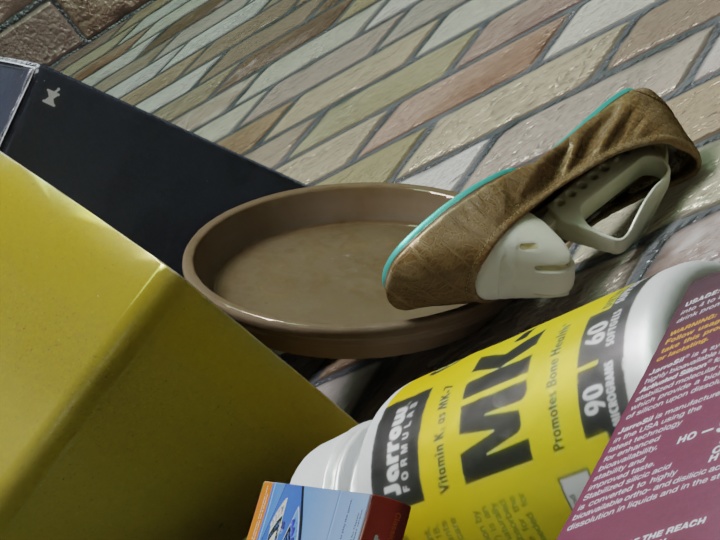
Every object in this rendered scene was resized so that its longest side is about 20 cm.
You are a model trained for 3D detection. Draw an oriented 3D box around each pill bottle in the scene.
[{"bbox_3d":[0.072,0.081,0.871,0.200,0.114,0.114,-27,18,38],"label":"pill bottle"}]

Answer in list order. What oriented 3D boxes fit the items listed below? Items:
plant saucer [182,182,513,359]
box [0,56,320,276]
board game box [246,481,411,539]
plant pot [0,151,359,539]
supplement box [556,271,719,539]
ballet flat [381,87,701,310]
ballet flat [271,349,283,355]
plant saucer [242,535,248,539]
[{"bbox_3d":[0.000,0.000,1.280,0.200,0.030,0.200,-2,25,1],"label":"plant saucer"},{"bbox_3d":[-0.162,-0.042,1.414,0.197,0.200,0.124,14,81,66],"label":"box"},{"bbox_3d":[-0.038,0.177,0.831,0.103,0.019,0.200,-4,67,64],"label":"board game box"},{"bbox_3d":[-0.152,0.075,1.189,0.200,0.200,0.177,32,82,41],"label":"plant pot"},{"bbox_3d":[0.136,0.086,0.706,0.086,0.110,0.200,-25,19,39],"label":"supplement box"},{"bbox_3d":[0.105,-0.027,1.205,0.200,0.072,0.068,-32,-34,-27],"label":"ballet flat"},{"bbox_3d":[-0.066,0.026,1.460,0.074,0.074,0.200,-44,14,-23],"label":"ballet flat"},{"bbox_3d":[-0.038,0.167,1.034,0.200,0.031,0.200,-36,16,11],"label":"plant saucer"}]
